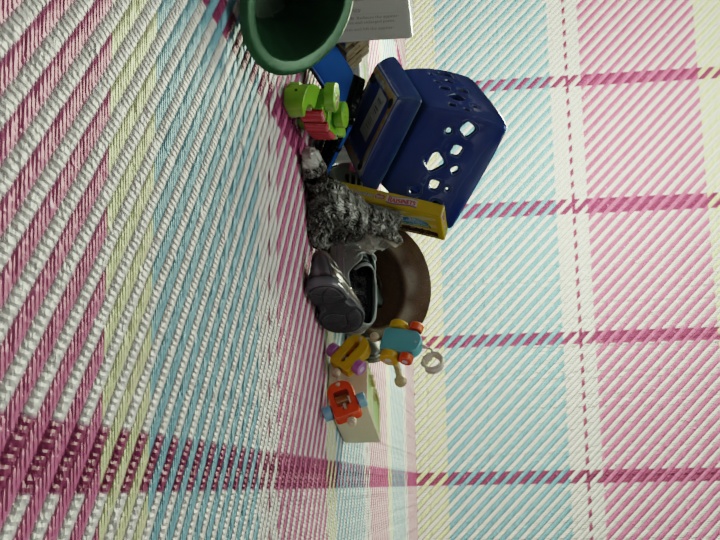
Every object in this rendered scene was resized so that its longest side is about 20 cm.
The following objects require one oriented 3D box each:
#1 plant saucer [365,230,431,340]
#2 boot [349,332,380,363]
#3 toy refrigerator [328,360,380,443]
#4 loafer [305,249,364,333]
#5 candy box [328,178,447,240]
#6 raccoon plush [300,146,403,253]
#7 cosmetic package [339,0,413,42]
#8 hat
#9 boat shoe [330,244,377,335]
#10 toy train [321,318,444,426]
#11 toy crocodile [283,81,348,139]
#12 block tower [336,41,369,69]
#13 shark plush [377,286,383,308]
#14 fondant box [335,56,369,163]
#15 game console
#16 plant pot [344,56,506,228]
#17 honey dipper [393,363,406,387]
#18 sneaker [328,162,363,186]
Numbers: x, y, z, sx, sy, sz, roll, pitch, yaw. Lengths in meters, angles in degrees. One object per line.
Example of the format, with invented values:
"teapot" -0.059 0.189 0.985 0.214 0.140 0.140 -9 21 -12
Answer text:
"plant saucer" 0.030 0.022 1.850 0.037 0.200 0.202 -10 99 -47
"boot" 0.004 0.043 1.965 0.182 0.072 0.201 -108 -161 -67
"toy refrigerator" -0.005 0.218 1.826 0.200 0.070 0.076 74 16 -63
"loafer" -0.036 0.033 1.631 0.200 0.071 0.063 66 18 -65
"candy box" 0.034 -0.095 1.719 0.102 0.199 0.027 72 34 -68
"raccoon plush" -0.008 -0.092 1.604 0.200 0.133 0.097 77 14 -60
"cosmetic package" -0.012 -0.452 1.573 0.200 0.164 0.165 81 9 -50
"hat" -0.118 -0.326 1.249 0.200 0.176 0.166 -34 134 -37
"boat shoe" -0.001 0.000 1.759 0.071 0.070 0.202 -26 -117 55
"toy train" 0.026 0.160 1.699 0.056 0.199 0.151 70 -6 -51
"toy crocodile" -0.058 -0.212 1.519 0.200 0.067 0.062 50 44 -76
"block tower" -0.022 -0.383 1.772 0.058 0.054 0.200 46 -8 7
"shark plush" -0.020 -0.007 1.809 0.083 0.091 0.201 -8 103 -53
"fondant box" -0.016 -0.293 1.958 0.144 0.058 0.201 -55 144 -79
"game console" -0.063 -0.262 1.710 0.171 0.118 0.200 -61 -172 26
"plant pot" 0.088 -0.214 1.765 0.201 0.179 0.200 -62 -155 24
"honey dipper" 0.047 0.109 1.924 0.038 0.038 0.201 -67 145 -75
"sneaker" -0.011 -0.115 1.887 0.200 0.095 0.079 41 58 -48
